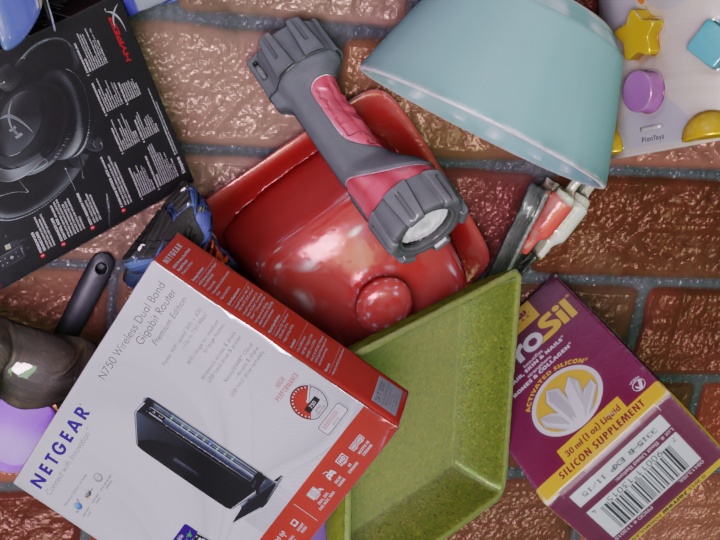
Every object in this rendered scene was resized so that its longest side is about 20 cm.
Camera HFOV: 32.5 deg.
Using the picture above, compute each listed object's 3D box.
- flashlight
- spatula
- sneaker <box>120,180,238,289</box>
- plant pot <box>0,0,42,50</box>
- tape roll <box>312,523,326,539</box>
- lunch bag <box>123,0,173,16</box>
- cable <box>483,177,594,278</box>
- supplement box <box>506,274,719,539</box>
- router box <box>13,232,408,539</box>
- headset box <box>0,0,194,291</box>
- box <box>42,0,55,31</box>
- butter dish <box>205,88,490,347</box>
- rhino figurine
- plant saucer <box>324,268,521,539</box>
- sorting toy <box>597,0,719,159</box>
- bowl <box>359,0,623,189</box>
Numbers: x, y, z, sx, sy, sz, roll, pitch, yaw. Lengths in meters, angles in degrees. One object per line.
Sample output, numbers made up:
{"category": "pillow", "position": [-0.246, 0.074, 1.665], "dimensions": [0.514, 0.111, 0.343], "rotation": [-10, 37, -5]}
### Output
{"category": "flashlight", "position": [-0.002, -0.100, 0.883], "dimensions": [0.067, 0.200, 0.068], "rotation": [-8, 146, -41]}
{"category": "spatula", "position": [-0.246, 0.073, 0.981], "dimensions": [0.056, 0.021, 0.201], "rotation": [26, 103, -23]}
{"category": "sneaker", "position": [-0.120, -0.007, 0.885], "dimensions": [0.078, 0.200, 0.076], "rotation": [35, 80, -4]}
{"category": "plant pot", "position": [-0.306, -0.208, 0.747], "dimensions": [0.179, 0.200, 0.201], "rotation": [-22, 116, -13]}
{"category": "tape roll", "position": [-0.100, 0.142, 0.953], "dimensions": [0.085, 0.200, 0.200], "rotation": [-36, 118, 0]}
{"category": "lunch bag", "position": [-0.111, -0.281, 0.813], "dimensions": [0.169, 0.124, 0.201], "rotation": [-21, 131, -6]}
{"category": "cable", "position": [0.129, 0.004, 1.021], "dimensions": [0.050, 0.097, 0.201], "rotation": [29, 95, 16]}
{"category": "supplement box", "position": [0.185, 0.116, 1.023], "dimensions": [0.131, 0.200, 0.103], "rotation": [-44, 122, 6]}
{"category": "router box", "position": [-0.098, 0.108, 0.788], "dimensions": [0.179, 0.049, 0.200], "rotation": [34, 115, -4]}
{"category": "headset box", "position": [-0.236, -0.085, 0.851], "dimensions": [0.200, 0.077, 0.149], "rotation": [-32, 120, -22]}
{"category": "box", "position": [-0.216, -0.263, 0.786], "dimensions": [0.032, 0.121, 0.201], "rotation": [-17, 117, -14]}
{"category": "butter dish", "position": [0.000, 0.000, 0.950], "dimensions": [0.199, 0.148, 0.200], "rotation": [-34, 118, 1]}
{"category": "rhino figurine", "position": [-0.256, 0.065, 0.852], "dimensions": [0.199, 0.088, 0.060], "rotation": [24, 130, -31]}
{"category": "plant saucer", "position": [0.038, 0.111, 0.898], "dimensions": [0.200, 0.048, 0.201], "rotation": [-23, 123, -45]}
{"category": "sorting toy", "position": [0.232, -0.183, 0.925], "dimensions": [0.106, 0.200, 0.181], "rotation": [-14, 94, -32]}
{"category": "bowl", "position": [0.109, -0.149, 0.897], "dimensions": [0.200, 0.201, 0.105], "rotation": [23, 95, -24]}
